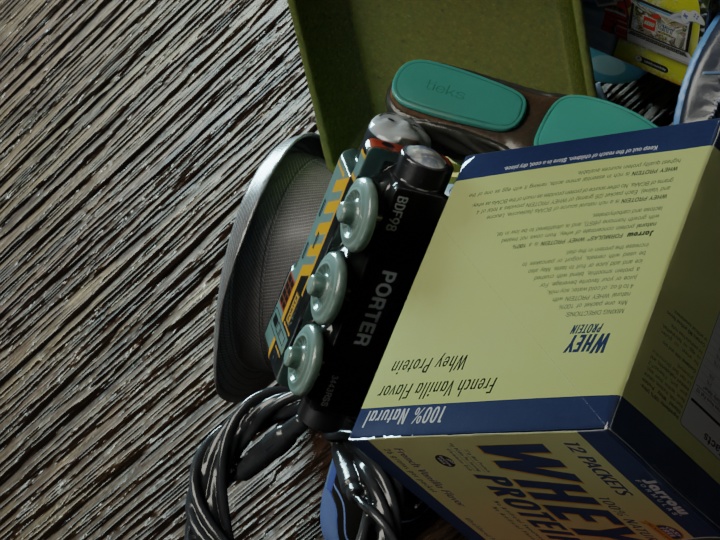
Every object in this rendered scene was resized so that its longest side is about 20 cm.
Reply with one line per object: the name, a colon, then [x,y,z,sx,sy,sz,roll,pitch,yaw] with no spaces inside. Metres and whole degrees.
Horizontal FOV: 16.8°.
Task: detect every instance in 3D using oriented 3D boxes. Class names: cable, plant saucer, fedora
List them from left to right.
cable: [-0.036,0.156,1.564,0.200,0.051,0.164,8,71,46]
fedora: [-0.026,0.007,1.712,0.090,0.177,0.201,15,100,22]
plant saucer: [0.059,-0.149,1.564,0.199,0.200,0.048,4,38,23]

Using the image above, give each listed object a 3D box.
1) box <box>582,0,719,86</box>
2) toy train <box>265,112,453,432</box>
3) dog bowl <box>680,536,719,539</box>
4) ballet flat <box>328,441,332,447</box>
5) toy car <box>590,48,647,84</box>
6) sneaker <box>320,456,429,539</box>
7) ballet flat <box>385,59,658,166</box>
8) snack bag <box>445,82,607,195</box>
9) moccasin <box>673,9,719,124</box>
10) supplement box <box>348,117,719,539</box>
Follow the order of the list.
box: [0.140,-0.210,1.531,0.200,0.137,0.038,26,48,22]
toy train: [0.000,0.000,1.512,0.114,0.085,0.200,-114,40,-57]
dog bowl: [0.157,0.229,1.226,0.200,0.200,0.059,-65,23,-8]
ballet flat: [0.037,0.040,1.662,0.069,0.069,0.200,0,67,53]
toy car: [0.163,-0.258,1.595,0.177,0.200,0.185,-17,51,46]
sneaker: [0.041,0.111,1.573,0.200,0.070,0.078,-64,30,11]
ballet flat: [0.110,-0.080,1.524,0.200,0.068,0.068,22,61,22]
snack bag: [0.092,-0.040,1.597,0.188,0.021,0.200,-18,42,2]
moccasin: [0.255,-0.138,1.488,0.068,0.080,0.200,21,86,43]
supplement box: [0.135,0.043,1.378,0.200,0.134,0.200,-7,51,46]
